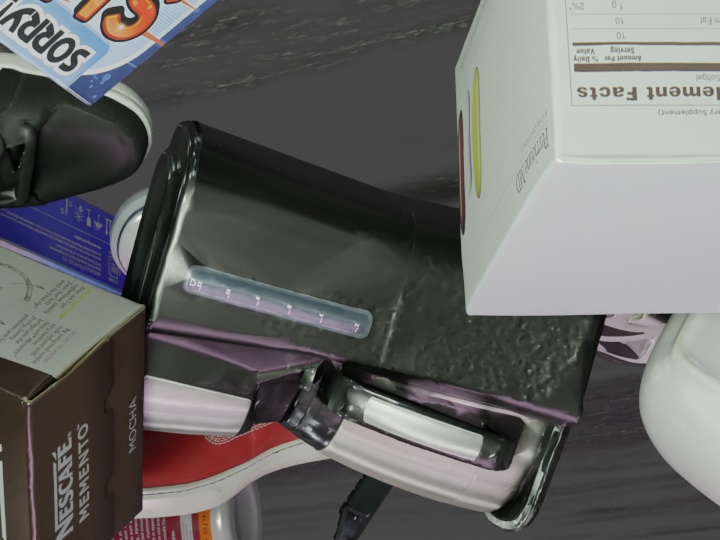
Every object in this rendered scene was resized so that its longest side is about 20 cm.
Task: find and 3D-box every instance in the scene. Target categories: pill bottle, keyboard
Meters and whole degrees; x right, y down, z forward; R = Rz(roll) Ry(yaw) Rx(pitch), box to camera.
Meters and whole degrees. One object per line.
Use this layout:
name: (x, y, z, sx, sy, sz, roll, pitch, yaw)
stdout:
pill bottle: (-0.197, 0.228, 1.697, 0.199, 0.114, 0.113, -6, 164, 13)
keyboard: (0.035, 0.060, 1.048, 0.040, 0.200, 0.104, 32, 149, 5)

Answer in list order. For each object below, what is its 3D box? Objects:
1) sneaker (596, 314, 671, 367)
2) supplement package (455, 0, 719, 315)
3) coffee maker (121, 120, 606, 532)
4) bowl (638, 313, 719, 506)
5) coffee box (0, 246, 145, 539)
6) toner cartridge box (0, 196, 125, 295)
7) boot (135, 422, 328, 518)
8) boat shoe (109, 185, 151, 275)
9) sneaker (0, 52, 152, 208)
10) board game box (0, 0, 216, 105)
sneaker: (0.141, 0.006, 1.006, 0.199, 0.074, 0.088, 6, 165, -28)
supplement package: (0.124, -0.060, 0.696, 0.155, 0.111, 0.200, -1, 164, -6)
coffee maker: (0.000, 0.000, 0.845, 0.199, 0.193, 0.135, 17, 165, -13)
bowl: (0.226, 0.025, 0.806, 0.200, 0.200, 0.075, 30, 171, 41)
coffee box: (-0.192, 0.044, 0.788, 0.199, 0.113, 0.080, 20, -144, 22)
toner cartridge box: (-0.196, -0.019, 0.930, 0.095, 0.043, 0.200, -9, 163, 22)
boot: (-0.066, 0.044, 0.996, 0.199, 0.072, 0.145, -17, 129, -28)
boat shoe: (-0.025, 0.009, 0.927, 0.199, 0.074, 0.067, 14, -159, -14)
sneaker: (-0.181, -0.026, 0.743, 0.199, 0.112, 0.073, 1, 136, -10)
board game box: (-0.067, -0.125, 0.454, 0.135, 0.035, 0.200, -39, 157, 7)
